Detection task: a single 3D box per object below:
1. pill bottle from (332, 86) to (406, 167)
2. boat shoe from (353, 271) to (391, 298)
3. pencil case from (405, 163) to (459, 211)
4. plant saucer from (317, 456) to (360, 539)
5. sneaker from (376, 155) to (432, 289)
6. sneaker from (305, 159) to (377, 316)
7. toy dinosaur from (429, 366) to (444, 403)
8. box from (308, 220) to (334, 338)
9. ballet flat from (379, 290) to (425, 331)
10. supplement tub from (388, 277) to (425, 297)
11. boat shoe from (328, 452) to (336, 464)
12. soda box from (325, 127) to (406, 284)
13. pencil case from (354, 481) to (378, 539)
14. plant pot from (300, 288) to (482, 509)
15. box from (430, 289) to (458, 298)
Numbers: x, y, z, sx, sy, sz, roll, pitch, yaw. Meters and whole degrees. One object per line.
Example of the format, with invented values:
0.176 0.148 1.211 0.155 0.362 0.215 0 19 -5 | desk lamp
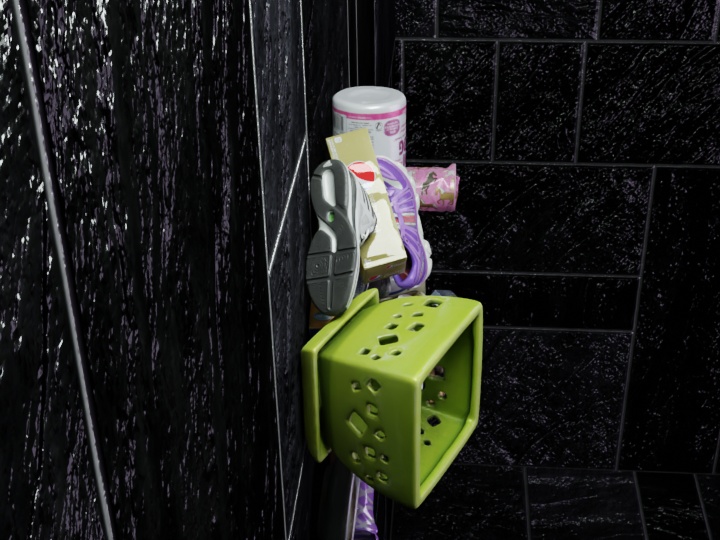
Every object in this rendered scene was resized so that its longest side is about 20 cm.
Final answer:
0.014 -0.169 1.756 0.114 0.111 0.203 -79 170 -66 | pill bottle
0.000 0.000 1.713 0.200 0.063 0.072 -119 -138 -68 | boat shoe
0.066 -0.136 1.893 0.083 0.196 0.088 87 4 -57 | pencil case
-0.032 0.342 1.687 0.200 0.049 0.204 6 90 -86 | plant saucer
0.050 -0.070 1.674 0.203 0.080 0.083 69 21 -4 | sneaker
-0.011 -0.032 1.490 0.115 0.075 0.204 27 59 -57 | sneaker
0.114 0.138 1.721 0.200 0.060 0.108 108 -38 -81 | toy dinosaur
-0.043 0.031 1.577 0.119 0.041 0.203 83 12 -64 | box
0.025 0.066 1.675 0.198 0.069 0.071 -13 109 -44 | ballet flat
0.039 0.013 1.957 0.201 0.142 0.147 83 9 -60 | supplement tub
-0.001 0.220 1.819 0.072 0.071 0.203 -139 -114 -80 | boat shoe
0.007 -0.090 1.606 0.068 0.063 0.203 92 -18 -72 | soda box
-0.007 0.337 1.854 0.084 0.084 0.203 92 3 -63 | pencil case
0.035 0.146 1.459 0.199 0.179 0.203 -43 139 -50 | plant pot
0.108 0.106 1.983 0.158 0.051 0.200 -49 171 6 | box
